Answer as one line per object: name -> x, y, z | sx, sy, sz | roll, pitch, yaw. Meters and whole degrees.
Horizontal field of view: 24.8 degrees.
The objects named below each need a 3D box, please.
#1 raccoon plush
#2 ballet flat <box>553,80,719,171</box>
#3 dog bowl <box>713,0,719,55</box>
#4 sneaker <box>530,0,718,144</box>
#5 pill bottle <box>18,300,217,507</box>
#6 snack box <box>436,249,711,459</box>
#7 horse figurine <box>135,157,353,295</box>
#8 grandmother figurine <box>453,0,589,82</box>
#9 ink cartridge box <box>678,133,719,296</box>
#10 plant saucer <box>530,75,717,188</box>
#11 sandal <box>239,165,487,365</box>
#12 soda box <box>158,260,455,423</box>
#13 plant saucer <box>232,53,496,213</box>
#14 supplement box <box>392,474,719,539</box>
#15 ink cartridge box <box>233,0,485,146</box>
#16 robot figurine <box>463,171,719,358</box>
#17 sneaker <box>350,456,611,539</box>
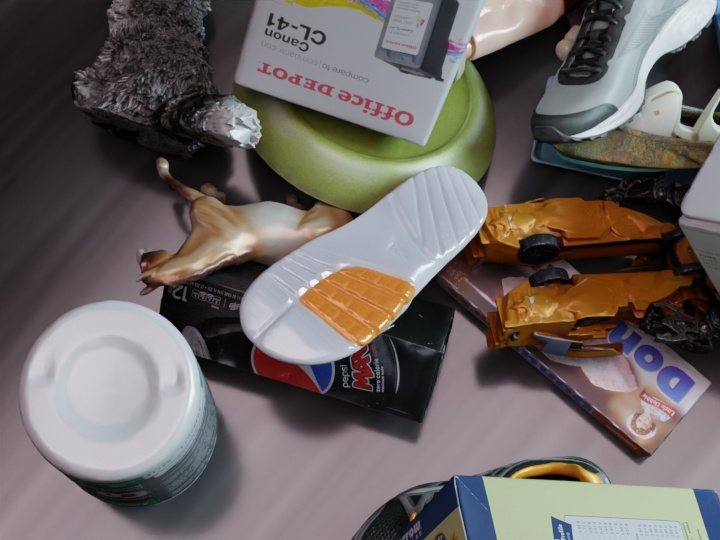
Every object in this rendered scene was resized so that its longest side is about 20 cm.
raccoon plush -> -0.116, -0.155, 1.180 | 0.199, 0.097, 0.134 | 14, 79, 35
ballet flat -> 0.240, -0.103, 1.181 | 0.199, 0.071, 0.071 | 8, 76, 0
dog bowl -> 0.315, -0.209, 1.239 | 0.111, 0.050, 0.201 | -7, 75, -2
sneaker -> 0.177, -0.164, 1.167 | 0.074, 0.079, 0.200 | 7, 49, 46
pill bottle -> -0.153, 0.096, 1.083 | 0.113, 0.200, 0.114 | 0, 75, 0
snack box -> 0.153, 0.044, 1.185 | 0.200, 0.024, 0.072 | 40, 76, 10
horse figurine -> -0.063, -0.031, 1.149 | 0.199, 0.050, 0.133 | 4, 30, -17
grandmother figurine -> 0.136, -0.211, 1.217 | 0.199, 0.061, 0.122 | -22, 89, -23
ink cartridge box -> 0.308, -0.026, 1.104 | 0.085, 0.200, 0.146 | 14, 64, 43
plant saucer -> 0.230, -0.090, 1.224 | 0.199, 0.019, 0.070 | 13, 76, 3
sandal -> 0.006, 0.006, 1.101 | 0.206, 0.059, 0.079 | -35, 77, -30
soda box -> -0.039, 0.039, 1.154 | 0.199, 0.071, 0.064 | 16, 119, 5
plant saucer -> 0.008, -0.129, 1.186 | 0.199, 0.031, 0.201 | 8, 54, -11
supplement box -> 0.131, 0.248, 1.014 | 0.199, 0.134, 0.201 | 7, 53, -25
ink cartridge box -> 0.012, -0.200, 1.084 | 0.147, 0.200, 0.086 | 18, 38, -2
robot figurine -> 0.179, 0.000, 1.158 | 0.199, 0.058, 0.146 | -2, 61, -17
sneaker -> 0.081, 0.172, 1.127 | 0.199, 0.077, 0.079 | -21, 78, -4
